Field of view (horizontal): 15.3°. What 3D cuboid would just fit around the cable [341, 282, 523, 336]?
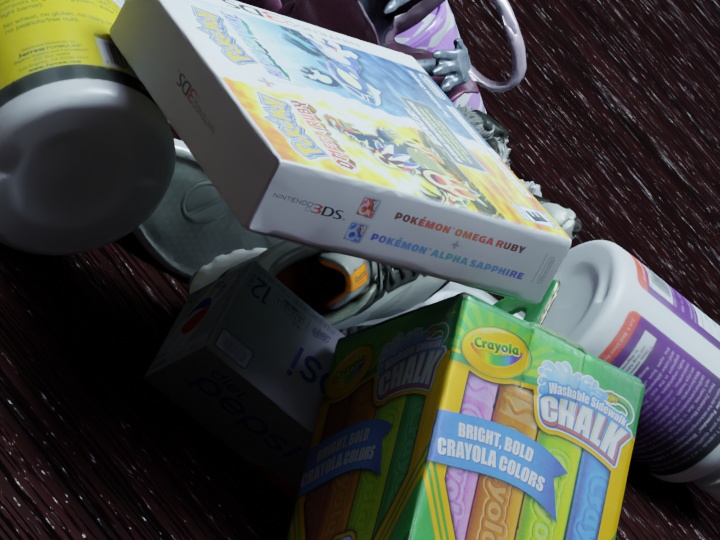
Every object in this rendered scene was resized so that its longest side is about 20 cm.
[{"bbox_3d":[0.075,0.091,1.630,0.200,0.069,0.200,40,22,-19],"label":"cable"}]

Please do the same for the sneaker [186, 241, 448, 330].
[{"bbox_3d":[0.000,0.000,1.520,0.200,0.079,0.074,-24,97,-35],"label":"sneaker"}]

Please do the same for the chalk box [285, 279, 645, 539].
[{"bbox_3d":[0.054,0.094,1.365,0.124,0.125,0.201,26,62,-25],"label":"chalk box"}]

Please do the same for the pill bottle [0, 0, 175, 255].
[{"bbox_3d":[-0.175,-0.114,1.445,0.114,0.114,0.201,29,27,-40],"label":"pill bottle"}]

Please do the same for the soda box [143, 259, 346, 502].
[{"bbox_3d":[-0.015,0.086,1.439,0.200,0.068,0.064,41,54,-18],"label":"soda box"}]

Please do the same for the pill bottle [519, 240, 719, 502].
[{"bbox_3d":[0.207,0.077,1.855,0.200,0.111,0.112,37,23,-26],"label":"pill bottle"}]

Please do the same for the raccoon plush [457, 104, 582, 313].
[{"bbox_3d":[0.042,-0.043,1.711,0.199,0.097,0.134,17,-20,29],"label":"raccoon plush"}]

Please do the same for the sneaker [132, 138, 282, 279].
[{"bbox_3d":[-0.083,-0.043,1.573,0.200,0.071,0.099,32,21,-42],"label":"sneaker"}]

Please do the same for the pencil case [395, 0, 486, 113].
[{"bbox_3d":[0.041,-0.093,1.748,0.084,0.085,0.201,44,-18,52],"label":"pencil case"}]

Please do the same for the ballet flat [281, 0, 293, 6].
[{"bbox_3d":[-0.057,-0.165,1.851,0.046,0.068,0.200,32,15,16],"label":"ballet flat"}]

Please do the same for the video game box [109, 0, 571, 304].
[{"bbox_3d":[-0.013,-0.069,1.357,0.181,0.047,0.200,12,26,-34],"label":"video game box"}]

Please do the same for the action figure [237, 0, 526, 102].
[{"bbox_3d":[-0.026,-0.141,1.573,0.148,0.199,0.135,-14,91,-39],"label":"action figure"}]
